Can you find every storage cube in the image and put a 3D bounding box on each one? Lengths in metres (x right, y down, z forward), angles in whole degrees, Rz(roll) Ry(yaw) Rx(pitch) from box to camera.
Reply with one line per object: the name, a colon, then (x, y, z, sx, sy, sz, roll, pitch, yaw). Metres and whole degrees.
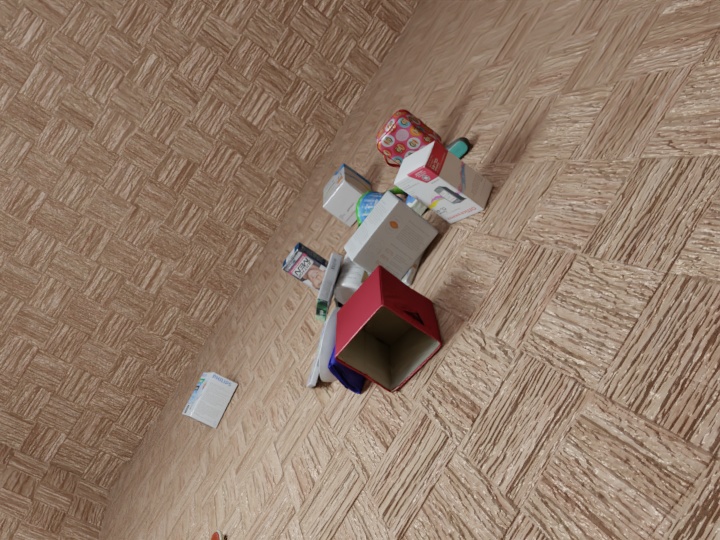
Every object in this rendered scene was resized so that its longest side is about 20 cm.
storage cube: (0.060, 0.130, 1.310, 0.200, 0.170, 0.180, -50, 19, 22)

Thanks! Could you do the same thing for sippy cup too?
sippy cup: (0.073, -0.194, 1.873, 0.130, 0.139, 0.179, 3, 85, 57)

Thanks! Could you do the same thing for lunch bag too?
lunch bag: (0.153, -0.409, 1.890, 0.176, 0.199, 0.082, -45, 27, 30)

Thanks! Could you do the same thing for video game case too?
video game case: (-0.119, 0.242, 1.691, 0.143, 0.018, 0.201, 123, 163, -73)
video game case: (0.114, -0.023, 1.645, 0.200, 0.023, 0.183, -22, 40, 59)

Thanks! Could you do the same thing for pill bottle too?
pill bottle: (0.000, 0.000, 1.682, 0.114, 0.114, 0.201, -35, 29, 47)

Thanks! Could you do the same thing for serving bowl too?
serving bowl: (-0.048, 0.202, 1.531, 0.200, 0.065, 0.202, 10, -90, -77)

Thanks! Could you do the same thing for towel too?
towel: (-0.018, 0.190, 1.451, 0.049, 0.148, 0.201, -3, 48, 28)

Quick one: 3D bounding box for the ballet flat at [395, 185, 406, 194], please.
ballet flat: (0.174, -0.300, 1.873, 0.070, 0.069, 0.200, -62, 9, -15)

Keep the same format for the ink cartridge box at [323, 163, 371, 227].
ink cartridge box: (-0.054, -0.305, 2.315, 0.147, 0.144, 0.200, -48, 21, 21)

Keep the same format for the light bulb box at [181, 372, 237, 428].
light bulb box: (-0.643, 0.549, 2.453, 0.198, 0.124, 0.201, -20, 42, 61)

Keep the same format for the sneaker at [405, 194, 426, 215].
sneaker: (0.199, -0.242, 1.691, 0.200, 0.076, 0.112, -40, 36, 56)

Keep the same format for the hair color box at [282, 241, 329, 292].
hair color box: (-0.165, 0.000, 2.021, 0.100, 0.199, 0.061, -50, 20, 21)

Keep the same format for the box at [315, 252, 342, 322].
box: (-0.094, 0.054, 1.677, 0.200, 0.036, 0.145, 102, -175, -67)

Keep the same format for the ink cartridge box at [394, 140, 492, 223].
ink cartridge box: (0.207, -0.217, 1.448, 0.147, 0.199, 0.086, -21, 41, 60)

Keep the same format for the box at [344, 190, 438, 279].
box: (0.080, -0.083, 1.548, 0.200, 0.152, 0.106, -51, 24, 9)

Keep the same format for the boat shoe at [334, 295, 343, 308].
boat shoe: (-0.044, 0.136, 1.714, 0.060, 0.076, 0.201, -10, 52, 8)

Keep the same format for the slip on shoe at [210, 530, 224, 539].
slip on shoe: (-0.432, 0.821, 1.600, 0.074, 0.061, 0.201, -41, 23, 43)

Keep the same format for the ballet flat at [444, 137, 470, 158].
ballet flat: (0.252, -0.332, 1.742, 0.200, 0.068, 0.069, -34, 18, 29)
